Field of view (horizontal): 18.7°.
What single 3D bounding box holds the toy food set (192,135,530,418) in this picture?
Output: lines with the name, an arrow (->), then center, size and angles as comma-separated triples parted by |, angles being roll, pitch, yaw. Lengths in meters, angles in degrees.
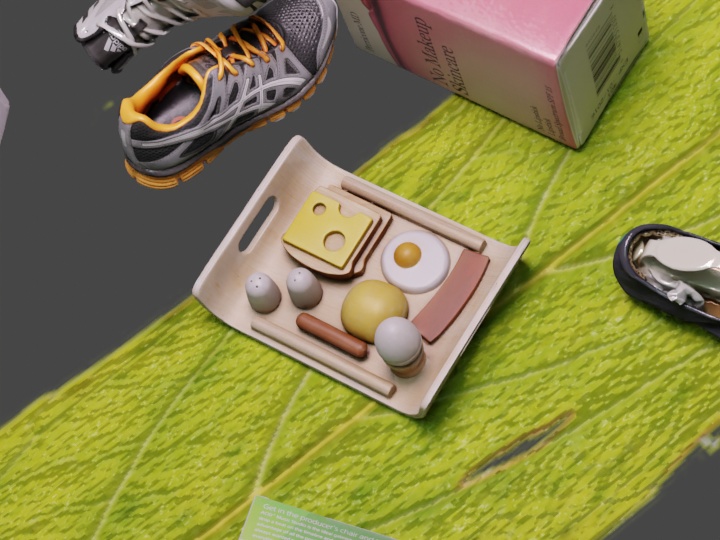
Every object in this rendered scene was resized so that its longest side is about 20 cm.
toy food set -> 0.000, 0.000, 1.528 | 0.199, 0.060, 0.144 | 26, 73, 22

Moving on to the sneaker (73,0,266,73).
sneaker -> -0.143, -0.186, 1.614 | 0.116, 0.076, 0.200 | -51, 25, -5

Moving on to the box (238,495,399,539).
box -> -0.025, 0.237, 1.364 | 0.143, 0.036, 0.200 | 17, 40, 3

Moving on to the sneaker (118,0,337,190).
sneaker -> -0.097, -0.143, 1.612 | 0.200, 0.077, 0.078 | -43, 61, -11

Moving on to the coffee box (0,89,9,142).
coffee box -> -0.398, -0.092, 1.587 | 0.196, 0.200, 0.201 | 4, 65, 15

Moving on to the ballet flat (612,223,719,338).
ballet flat -> 0.258, 0.017, 1.455 | 0.199, 0.073, 0.073 | 22, 71, 22

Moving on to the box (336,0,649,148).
box -> 0.091, -0.194, 1.562 | 0.199, 0.128, 0.109 | 26, 74, 24
